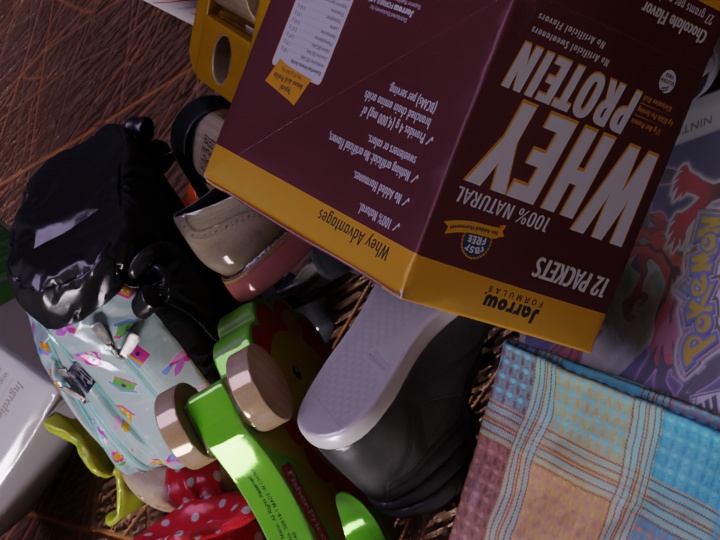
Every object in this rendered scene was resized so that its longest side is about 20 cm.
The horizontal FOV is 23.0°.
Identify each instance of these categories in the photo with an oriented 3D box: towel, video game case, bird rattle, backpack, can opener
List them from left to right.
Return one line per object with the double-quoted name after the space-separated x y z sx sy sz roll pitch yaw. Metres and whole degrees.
-0.135 0.030 1.104 0.126 0.201 0.168 -19 37 15 "backpack"
-0.119 0.118 1.205 0.164 0.113 0.199 -54 33 -12 "bird rattle"
0.000 0.000 1.161 0.200 0.053 0.067 -34 76 40 "can opener"
0.116 0.126 0.890 0.199 0.022 0.148 21 96 54 "towel"
0.153 0.007 0.941 0.182 0.023 0.202 -20 54 49 "video game case"

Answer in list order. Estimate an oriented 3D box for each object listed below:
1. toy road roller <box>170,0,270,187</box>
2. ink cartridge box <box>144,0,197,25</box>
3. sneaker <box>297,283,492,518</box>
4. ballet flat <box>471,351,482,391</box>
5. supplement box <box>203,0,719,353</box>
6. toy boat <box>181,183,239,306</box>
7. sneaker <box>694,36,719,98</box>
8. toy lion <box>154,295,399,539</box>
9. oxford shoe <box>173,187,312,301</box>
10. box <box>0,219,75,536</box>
-0.032 -0.126 1.158 0.123 0.145 0.202 38 123 57 "toy road roller"
-0.088 -0.209 1.268 0.115 0.199 0.068 7 75 57 "ink cartridge box"
0.046 0.054 1.003 0.070 0.100 0.200 7 48 42 "sneaker"
0.052 0.013 1.063 0.067 0.046 0.202 6 75 57 "ballet flat"
0.051 -0.095 0.908 0.197 0.132 0.201 30 101 51 "supplement box"
-0.136 -0.034 1.325 0.130 0.131 0.200 -35 30 -8 "toy boat"
0.160 -0.132 1.004 0.087 0.075 0.200 -37 18 -18 "sneaker"
-0.029 0.111 1.025 0.068 0.192 0.201 -29 85 18 "toy lion"
-0.027 -0.078 1.044 0.200 0.075 0.070 -50 19 -11 "oxford shoe"
-0.305 0.093 1.346 0.201 0.171 0.199 -55 -4 16 "box"
